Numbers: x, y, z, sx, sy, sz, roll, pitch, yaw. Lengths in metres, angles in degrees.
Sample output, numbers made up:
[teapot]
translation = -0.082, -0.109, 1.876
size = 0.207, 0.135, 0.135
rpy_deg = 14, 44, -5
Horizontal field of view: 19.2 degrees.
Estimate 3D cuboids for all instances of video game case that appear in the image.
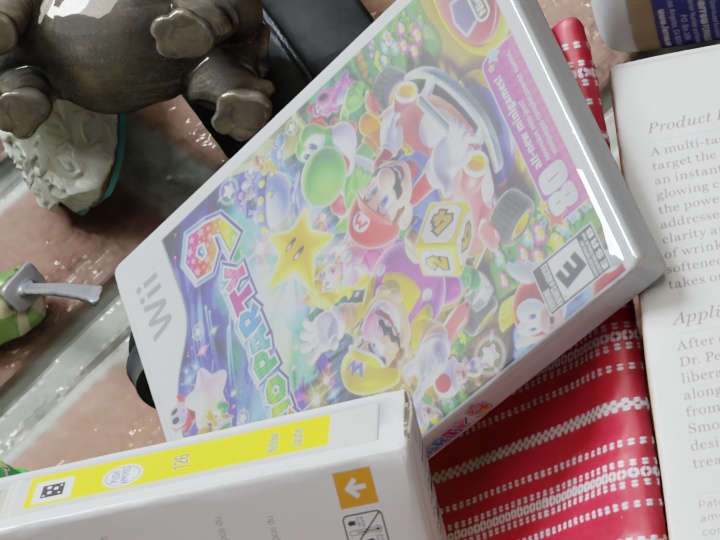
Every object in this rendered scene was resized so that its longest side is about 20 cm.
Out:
[video game case]
translation = 0.000, 0.000, 0.720
size = 0.200, 0.018, 0.144
rpy_deg = -41, 54, 28

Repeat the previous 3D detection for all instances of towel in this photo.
[towel]
translation = 0.044, 0.032, 0.726
size = 0.144, 0.022, 0.202
rpy_deg = -25, 68, 53

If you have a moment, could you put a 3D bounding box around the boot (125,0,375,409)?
[boot]
translation = -0.052, -0.053, 0.879
size = 0.164, 0.066, 0.201
rpy_deg = -26, 55, -9

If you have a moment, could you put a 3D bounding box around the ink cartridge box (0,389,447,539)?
[ink cartridge box]
translation = -0.057, 0.151, 0.670
size = 0.199, 0.199, 0.047
rpy_deg = -11, 23, 9

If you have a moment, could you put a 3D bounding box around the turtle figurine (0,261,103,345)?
[turtle figurine]
translation = -0.191, -0.033, 0.866
size = 0.143, 0.201, 0.195
rpy_deg = 6, 46, -20

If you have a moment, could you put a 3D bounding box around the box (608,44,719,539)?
[box]
translation = 0.151, 0.045, 0.696
size = 0.106, 0.153, 0.201
rpy_deg = -10, 54, 11

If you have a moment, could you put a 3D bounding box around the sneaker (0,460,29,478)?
[sneaker]
translation = -0.173, 0.113, 0.743
size = 0.083, 0.200, 0.074
rpy_deg = 28, 107, 4

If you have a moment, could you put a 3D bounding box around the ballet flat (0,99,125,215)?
[ballet flat]
translation = -0.148, -0.107, 0.943
size = 0.071, 0.072, 0.201
rpy_deg = -16, 50, 6

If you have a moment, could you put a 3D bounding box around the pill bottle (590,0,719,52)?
[pill bottle]
translation = 0.187, -0.157, 0.846
size = 0.198, 0.116, 0.116
rpy_deg = -8, 55, 12

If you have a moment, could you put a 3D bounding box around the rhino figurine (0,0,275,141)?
[rhino figurine]
translation = -0.129, -0.091, 0.835
size = 0.198, 0.060, 0.088
rpy_deg = 3, 24, 3
